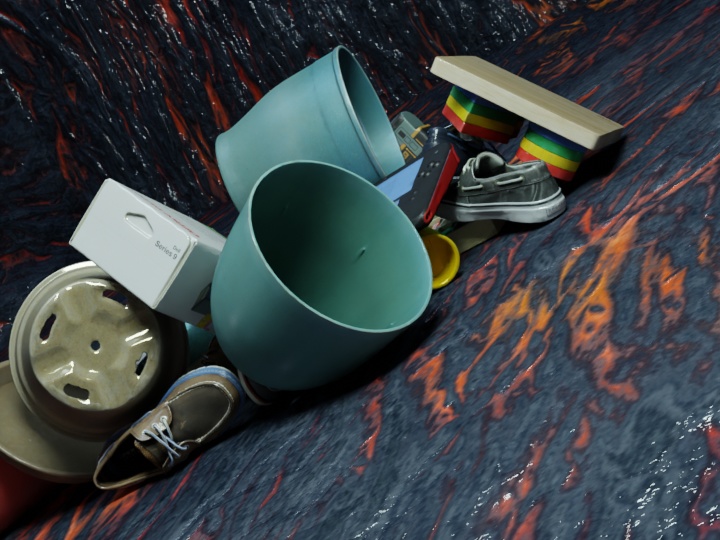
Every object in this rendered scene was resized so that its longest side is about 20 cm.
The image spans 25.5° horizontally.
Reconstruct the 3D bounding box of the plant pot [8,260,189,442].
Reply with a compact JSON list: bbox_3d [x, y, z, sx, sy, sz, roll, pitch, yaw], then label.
[{"bbox_3d":[-0.277,0.083,1.680,0.200,0.201,0.183,-33,1,-9],"label":"plant pot"}]

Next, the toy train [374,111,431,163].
[{"bbox_3d":[0.039,-0.107,2.026,0.200,0.114,0.085,-46,-6,19],"label":"toy train"}]

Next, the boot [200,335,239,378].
[{"bbox_3d":[-0.160,0.114,1.763,0.200,0.076,0.073,-38,13,-25],"label":"boot"}]

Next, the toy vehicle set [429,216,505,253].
[{"bbox_3d":[0.124,-0.059,1.877,0.124,0.027,0.200,-28,10,23],"label":"toy vehicle set"}]

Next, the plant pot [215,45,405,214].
[{"bbox_3d":[-0.064,-0.137,1.904,0.187,0.201,0.200,-24,10,12],"label":"plant pot"}]

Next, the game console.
[{"bbox_3d":[0.015,-0.055,1.738,0.199,0.031,0.177,-31,16,30],"label":"game console"}]

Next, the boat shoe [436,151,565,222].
[{"bbox_3d":[0.144,-0.096,1.737,0.072,0.072,0.199,-28,20,-36],"label":"boat shoe"}]

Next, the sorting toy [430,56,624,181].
[{"bbox_3d":[0.182,-0.169,1.796,0.070,0.199,0.199,-66,-12,14],"label":"sorting toy"}]

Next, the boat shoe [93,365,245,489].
[{"bbox_3d":[-0.196,0.171,1.623,0.200,0.072,0.072,-38,9,30],"label":"boat shoe"}]

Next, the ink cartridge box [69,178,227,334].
[{"bbox_3d":[-0.183,-0.005,1.663,0.088,0.145,0.200,-58,-32,1],"label":"ink cartridge box"}]

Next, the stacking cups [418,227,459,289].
[{"bbox_3d":[0.057,-0.032,1.761,0.060,0.061,0.200,-32,17,-2],"label":"stacking cups"}]

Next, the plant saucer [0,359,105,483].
[{"bbox_3d":[-0.342,0.171,1.793,0.030,0.199,0.200,-65,-9,30],"label":"plant saucer"}]

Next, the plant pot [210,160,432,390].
[{"bbox_3d":[-0.054,0.022,1.548,0.200,0.200,0.161,-42,-7,-49],"label":"plant pot"}]

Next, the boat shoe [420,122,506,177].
[{"bbox_3d":[0.127,-0.144,1.892,0.083,0.069,0.200,4,7,14],"label":"boat shoe"}]

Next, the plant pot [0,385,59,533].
[{"bbox_3d":[-0.440,0.214,1.858,0.177,0.202,0.200,-26,3,-44],"label":"plant pot"}]

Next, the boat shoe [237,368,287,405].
[{"bbox_3d":[-0.064,0.078,1.663,0.062,0.072,0.200,-24,8,28],"label":"boat shoe"}]

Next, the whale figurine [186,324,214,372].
[{"bbox_3d":[-0.210,0.100,1.903,0.159,0.104,0.200,-38,3,-28],"label":"whale figurine"}]

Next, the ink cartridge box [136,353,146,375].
[{"bbox_3d":[-0.248,0.083,1.972,0.200,0.044,0.094,-49,-18,-9],"label":"ink cartridge box"}]
